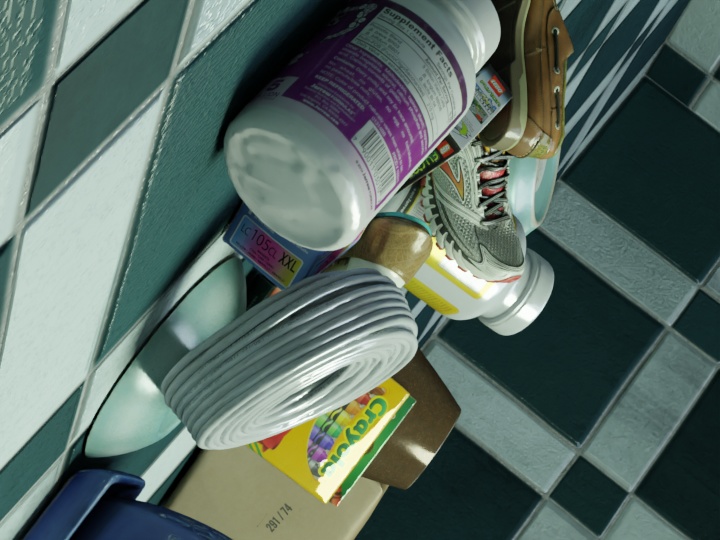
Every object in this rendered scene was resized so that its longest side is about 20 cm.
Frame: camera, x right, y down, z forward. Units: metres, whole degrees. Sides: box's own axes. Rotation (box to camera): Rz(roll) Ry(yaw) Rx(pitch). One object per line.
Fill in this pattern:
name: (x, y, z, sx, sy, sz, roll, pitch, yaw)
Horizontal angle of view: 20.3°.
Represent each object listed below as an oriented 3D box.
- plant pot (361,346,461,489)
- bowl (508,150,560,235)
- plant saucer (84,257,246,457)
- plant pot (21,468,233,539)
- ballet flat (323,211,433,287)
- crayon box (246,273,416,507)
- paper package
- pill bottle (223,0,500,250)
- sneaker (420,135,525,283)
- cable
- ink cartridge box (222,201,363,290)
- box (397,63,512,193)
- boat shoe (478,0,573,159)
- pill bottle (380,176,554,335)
plant pot: (-0.010, 0.109, 1.891, 0.188, 0.199, 0.187, -55, 180, 0)
bowl: (0.129, -0.106, 1.917, 0.201, 0.104, 0.203, 12, 90, -76)
plant saucer: (-0.144, 0.080, 1.614, 0.202, 0.039, 0.201, -53, 173, -9)
plant pot: (-0.197, 0.275, 1.644, 0.201, 0.179, 0.200, -52, 174, -4)
ballet flat: (0.000, 0.000, 1.664, 0.200, 0.067, 0.073, -9, -126, 66)
crayon box: (-0.047, 0.113, 1.769, 0.127, 0.200, 0.051, -53, -156, -2)
paper package: (-0.085, 0.236, 2.160, 0.201, 0.190, 0.103, -54, 177, 20)
pill bottle: (0.007, -0.116, 1.334, 0.200, 0.112, 0.113, -48, 172, -32)
sneaker: (0.092, -0.084, 1.704, 0.082, 0.202, 0.077, -27, 172, 42)
cable: (-0.051, 0.070, 1.529, 0.199, 0.070, 0.200, -29, 167, 1)
ink cartridge box: (-0.007, -0.095, 1.505, 0.201, 0.076, 0.136, -59, 171, 32)
box: (0.026, -0.088, 1.647, 0.199, 0.035, 0.110, -33, -171, 39)
boat shoe: (0.140, -0.190, 1.691, 0.072, 0.067, 0.202, -15, -114, 58)
pill bottle: (0.077, -0.026, 1.804, 0.112, 0.199, 0.113, -38, -149, 29)
